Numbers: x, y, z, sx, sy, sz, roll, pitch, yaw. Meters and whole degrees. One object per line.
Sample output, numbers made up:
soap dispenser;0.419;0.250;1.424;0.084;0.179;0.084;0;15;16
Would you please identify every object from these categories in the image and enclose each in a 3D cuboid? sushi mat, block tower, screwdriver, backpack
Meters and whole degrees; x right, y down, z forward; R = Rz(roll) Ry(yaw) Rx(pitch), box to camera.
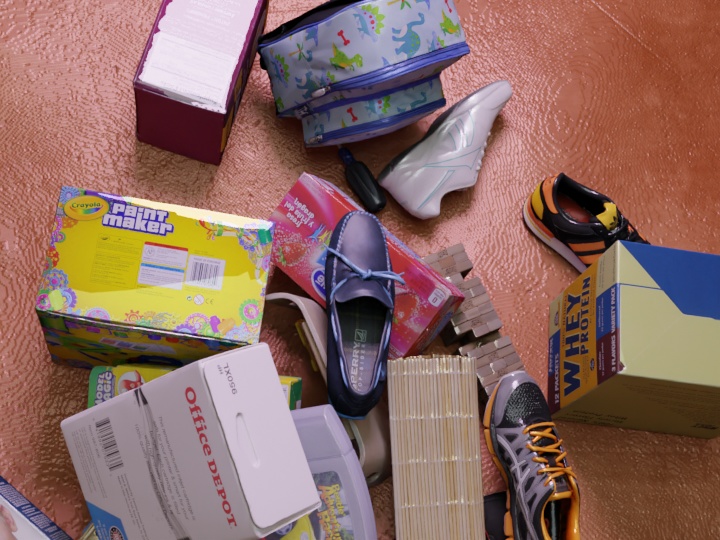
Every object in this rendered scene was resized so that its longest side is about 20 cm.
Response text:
sushi mat;0.074;0.183;1.100;0.094;0.012;0.203;-2;87;-16
block tower;0.124;0.075;1.215;0.057;0.054;0.202;-20;77;-16
screwdriver;-0.032;-0.149;1.279;0.029;0.028;0.201;-23;73;-47
backpack;0.015;-0.220;1.205;0.182;0.199;0.149;-24;97;-35

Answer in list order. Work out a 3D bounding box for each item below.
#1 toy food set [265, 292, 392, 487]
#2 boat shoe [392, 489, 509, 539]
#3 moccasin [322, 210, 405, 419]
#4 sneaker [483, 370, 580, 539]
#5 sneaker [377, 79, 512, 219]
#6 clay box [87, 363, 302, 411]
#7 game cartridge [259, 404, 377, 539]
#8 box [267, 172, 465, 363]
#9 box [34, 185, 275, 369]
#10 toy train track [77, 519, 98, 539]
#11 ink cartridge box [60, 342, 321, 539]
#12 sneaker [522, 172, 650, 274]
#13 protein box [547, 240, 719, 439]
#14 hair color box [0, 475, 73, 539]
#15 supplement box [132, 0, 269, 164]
toy food set;-0.030;0.118;1.130;0.060;0.143;0.202;-27;76;12
boat shoe;0.104;0.274;1.139;0.199;0.063;0.074;-19;74;-18
moccasin;0.008;0.034;1.050;0.079;0.068;0.203;1;68;-12
sneaker;0.178;0.198;1.120;0.077;0.077;0.203;-7;82;-29
sneaker;0.108;-0.137;1.285;0.200;0.070;0.080;-45;99;-18
clay box;-0.157;0.150;1.064;0.197;0.048;0.117;4;91;13
game cartridge;-0.053;0.225;0.999;0.131;0.041;0.203;-12;90;12
box;0.000;0.000;1.165;0.200;0.100;0.096;40;98;12
box;-0.195;0.026;1.097;0.197;0.193;0.124;10;69;-8
toy train track;-0.221;0.216;1.114;0.114;0.033;0.201;37;76;6
ink cartridge box;-0.145;0.161;0.955;0.084;0.199;0.146;-14;83;-51
sneaker;0.274;-0.034;1.261;0.199;0.090;0.070;35;68;3
protein box;0.317;0.078;1.171;0.196;0.200;0.137;8;70;-8
hair color box;-0.318;0.275;1.046;0.199;0.061;0.100;39;84;5
supplement box;-0.167;-0.240;1.227;0.102;0.131;0.202;17;70;-4
